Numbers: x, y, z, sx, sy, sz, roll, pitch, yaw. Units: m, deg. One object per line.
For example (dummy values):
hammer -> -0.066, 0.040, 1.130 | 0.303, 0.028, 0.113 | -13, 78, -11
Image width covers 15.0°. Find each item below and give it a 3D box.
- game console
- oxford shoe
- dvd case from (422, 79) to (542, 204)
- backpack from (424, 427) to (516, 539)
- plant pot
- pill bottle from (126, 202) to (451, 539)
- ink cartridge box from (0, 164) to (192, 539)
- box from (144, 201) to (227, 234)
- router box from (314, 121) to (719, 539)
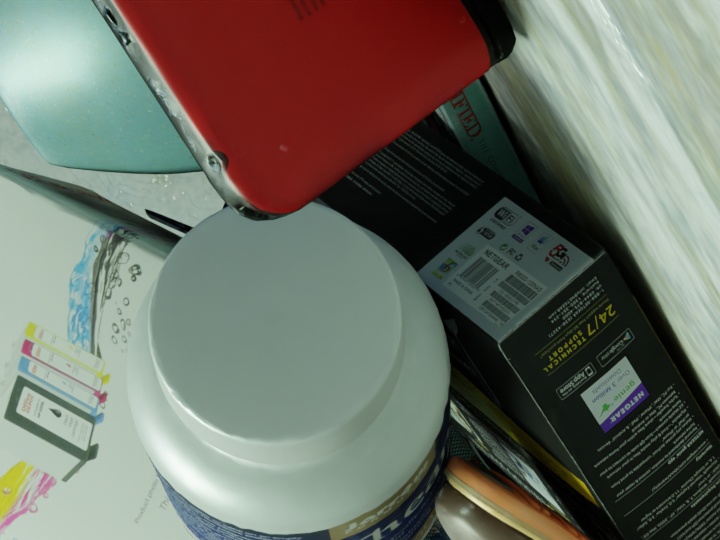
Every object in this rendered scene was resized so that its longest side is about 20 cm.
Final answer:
game console -> -0.053, -0.122, 0.854 | 0.201, 0.172, 0.119 | 56, 145, -6
oxford shoe -> 0.082, 0.150, 0.997 | 0.200, 0.073, 0.071 | 49, 175, -22
dvd case -> 0.006, -0.104, 1.083 | 0.200, 0.022, 0.146 | 53, 176, 45
backpack -> 0.072, 0.129, 1.277 | 0.177, 0.151, 0.200 | 31, -162, -33
plant pot -> -0.096, -0.118, 1.133 | 0.201, 0.134, 0.200 | 58, 179, 1
pill bottle -> -0.023, 0.044, 0.957 | 0.111, 0.111, 0.200 | 56, 173, 15
ink cartridge box -> -0.093, 0.061, 1.175 | 0.199, 0.145, 0.147 | 27, -177, 20
box -> 0.000, 0.000, 1.229 | 0.199, 0.033, 0.121 | 21, -179, -6
router box -> 0.056, 0.026, 1.027 | 0.158, 0.052, 0.200 | 56, 171, -35
